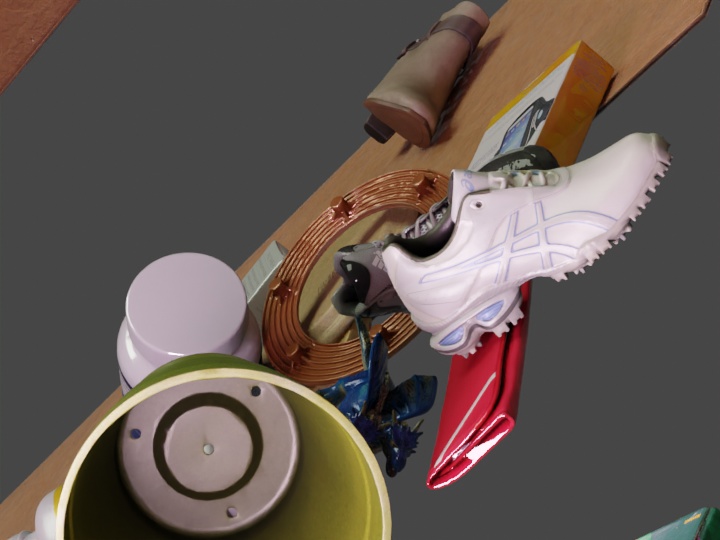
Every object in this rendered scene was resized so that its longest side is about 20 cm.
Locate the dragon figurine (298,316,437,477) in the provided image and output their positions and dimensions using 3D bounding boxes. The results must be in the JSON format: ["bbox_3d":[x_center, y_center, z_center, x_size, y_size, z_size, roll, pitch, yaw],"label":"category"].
[{"bbox_3d":[0.014,0.084,1.626,0.099,0.059,0.200,-44,14,36],"label":"dragon figurine"}]

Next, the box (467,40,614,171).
[{"bbox_3d":[0.115,-0.070,1.763,0.119,0.041,0.201,-41,18,45],"label":"box"}]

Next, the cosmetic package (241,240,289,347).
[{"bbox_3d":[-0.108,0.077,2.104,0.200,0.074,0.102,-50,11,2],"label":"cosmetic package"}]

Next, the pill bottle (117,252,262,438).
[{"bbox_3d":[-0.134,0.080,1.897,0.116,0.115,0.201,-58,-16,-30],"label":"pill bottle"}]

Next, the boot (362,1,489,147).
[{"bbox_3d":[0.069,-0.189,2.243,0.146,0.070,0.200,-51,11,-9],"label":"boot"}]

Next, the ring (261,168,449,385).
[{"bbox_3d":[0.000,0.000,1.844,0.200,0.019,0.201,-27,39,24],"label":"ring"}]

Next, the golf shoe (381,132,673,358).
[{"bbox_3d":[0.103,-0.036,1.516,0.200,0.097,0.078,-39,14,9],"label":"golf shoe"}]

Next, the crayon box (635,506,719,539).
[{"bbox_3d":[0.089,0.188,1.001,0.200,0.058,0.119,-38,18,51],"label":"crayon box"}]

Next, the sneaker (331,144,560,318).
[{"bbox_3d":[0.049,-0.013,1.628,0.115,0.075,0.200,-15,-18,-41],"label":"sneaker"}]

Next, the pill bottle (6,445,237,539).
[{"bbox_3d":[-0.168,0.191,1.748,0.199,0.112,0.111,-30,15,9],"label":"pill bottle"}]

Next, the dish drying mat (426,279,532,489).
[{"bbox_3d":[0.078,0.067,1.531,0.077,0.018,0.200,-48,12,24],"label":"dish drying mat"}]

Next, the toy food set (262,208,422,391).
[{"bbox_3d":[-0.009,0.022,1.942,0.198,0.049,0.200,-52,11,-4],"label":"toy food set"}]

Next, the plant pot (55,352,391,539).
[{"bbox_3d":[-0.091,0.135,1.505,0.201,0.200,0.193,-51,13,5],"label":"plant pot"}]
